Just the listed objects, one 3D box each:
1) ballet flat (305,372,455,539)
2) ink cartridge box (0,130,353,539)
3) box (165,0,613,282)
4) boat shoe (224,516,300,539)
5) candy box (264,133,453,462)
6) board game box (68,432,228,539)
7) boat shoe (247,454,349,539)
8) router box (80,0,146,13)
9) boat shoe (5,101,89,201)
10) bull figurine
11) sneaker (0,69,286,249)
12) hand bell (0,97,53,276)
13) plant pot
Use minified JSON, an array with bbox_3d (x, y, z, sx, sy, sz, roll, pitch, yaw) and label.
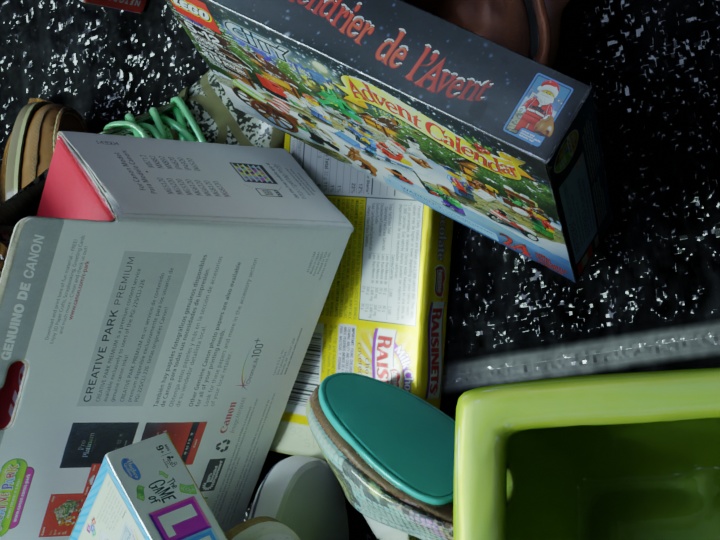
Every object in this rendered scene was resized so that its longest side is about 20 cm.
[{"bbox_3d":[0.054,0.117,0.703,0.199,0.069,0.071,24,125,26],"label":"ballet flat"},{"bbox_3d":[-0.123,0.038,0.762,0.084,0.175,0.201,49,126,44],"label":"ink cartridge box"},{"bbox_3d":[0.013,-0.076,0.676,0.199,0.137,0.038,28,79,21],"label":"box"},{"bbox_3d":[-0.027,0.218,0.732,0.069,0.071,0.201,19,129,50],"label":"boat shoe"},{"bbox_3d":[0.000,0.000,0.784,0.102,0.026,0.201,6,93,37],"label":"candy box"},{"bbox_3d":[-0.102,0.188,0.737,0.135,0.034,0.200,57,142,22],"label":"board game box"},{"bbox_3d":[-0.058,0.190,0.795,0.065,0.073,0.201,15,98,36],"label":"boat shoe"},{"bbox_3d":[-0.179,-0.277,0.923,0.200,0.049,0.180,33,109,35],"label":"router box"},{"bbox_3d":[-0.160,-0.005,0.894,0.068,0.072,0.201,-9,83,23],"label":"boat shoe"},{"bbox_3d":[0.022,-0.149,0.741,0.200,0.065,0.122,28,97,31],"label":"bull figurine"},{"bbox_3d":[-0.114,-0.056,0.812,0.200,0.089,0.077,-37,73,3],"label":"sneaker"},{"bbox_3d":[-0.218,-0.009,0.938,0.104,0.104,0.201,3,79,39],"label":"hand bell"},{"bbox_3d":[0.135,0.132,0.545,0.199,0.181,0.200,-2,88,4],"label":"plant pot"}]
